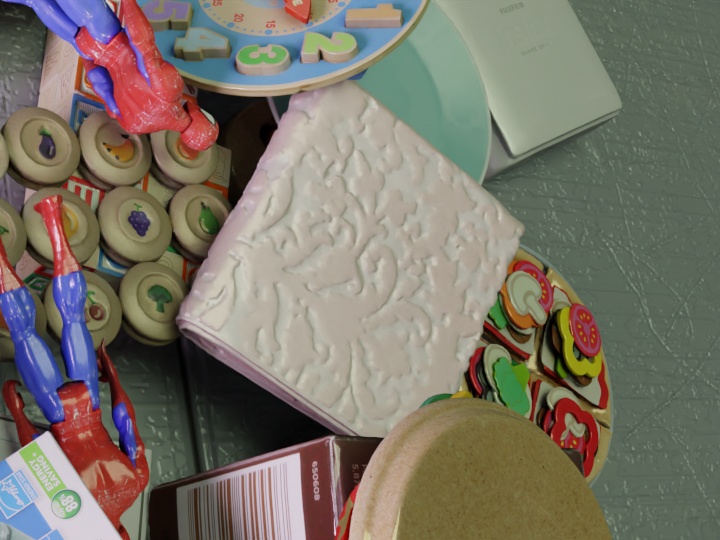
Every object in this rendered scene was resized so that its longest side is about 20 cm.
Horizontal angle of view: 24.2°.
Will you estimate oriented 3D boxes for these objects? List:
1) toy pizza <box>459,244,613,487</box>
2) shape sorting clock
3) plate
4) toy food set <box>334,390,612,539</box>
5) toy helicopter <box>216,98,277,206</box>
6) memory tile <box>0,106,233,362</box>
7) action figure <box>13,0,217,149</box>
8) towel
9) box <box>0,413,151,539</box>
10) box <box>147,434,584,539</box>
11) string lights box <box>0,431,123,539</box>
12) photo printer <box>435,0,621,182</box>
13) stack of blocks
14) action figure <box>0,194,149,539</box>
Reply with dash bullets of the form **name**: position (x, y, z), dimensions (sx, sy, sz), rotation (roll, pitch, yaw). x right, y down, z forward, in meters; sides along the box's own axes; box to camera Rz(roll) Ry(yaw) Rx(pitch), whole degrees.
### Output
- **toy pizza**: position (0.128, 0.071, 1.223), dimensions (0.200, 0.032, 0.201), rotation (21, 59, -40)
- **shape sorting clock**: position (-0.052, -0.185, 1.067), dimensions (0.200, 0.039, 0.200), rotation (-1, 51, 1)
- **plate**: position (0.007, -0.119, 1.134), dimensions (0.200, 0.026, 0.200), rotation (16, 64, -35)
- **toy food set**: position (0.065, 0.162, 0.852), dimensions (0.198, 0.049, 0.200), rotation (-41, 104, -44)
- **toy helicopter**: position (-0.024, -0.026, 1.140), dimensions (0.200, 0.079, 0.132), rotation (48, 48, -16)
- **memory tile**: position (-0.155, -0.026, 0.993), dimensions (0.200, 0.017, 0.154), rotation (-5, 72, -39)
- **action figure**: position (-0.158, -0.146, 0.989), dimensions (0.200, 0.065, 0.052), rotation (47, 44, -7)
- **towel**: position (0.000, 0.000, 1.053), dimensions (0.191, 0.032, 0.200), rotation (37, 63, -24)
- **box**: position (-0.182, 0.188, 0.918), dimensions (0.117, 0.060, 0.200), rotation (20, 58, -31)
- **box**: position (0.011, 0.190, 0.943), dimensions (0.200, 0.166, 0.165), rotation (8, 69, -41)
- **string lights box**: position (-0.206, 0.182, 0.824), dimensions (0.200, 0.059, 0.103), rotation (-34, 70, -14)
- **photo printer**: position (0.102, -0.182, 1.319), dimensions (0.166, 0.069, 0.200), rotation (-25, 86, -43)
- **stack of blocks**: position (-0.146, -0.071, 1.072), dimensions (0.115, 0.059, 0.200), rotation (18, 59, -31)
- **action figure**: position (-0.159, 0.063, 0.913), dimensions (0.065, 0.052, 0.200), rotation (-17, 90, -27)
